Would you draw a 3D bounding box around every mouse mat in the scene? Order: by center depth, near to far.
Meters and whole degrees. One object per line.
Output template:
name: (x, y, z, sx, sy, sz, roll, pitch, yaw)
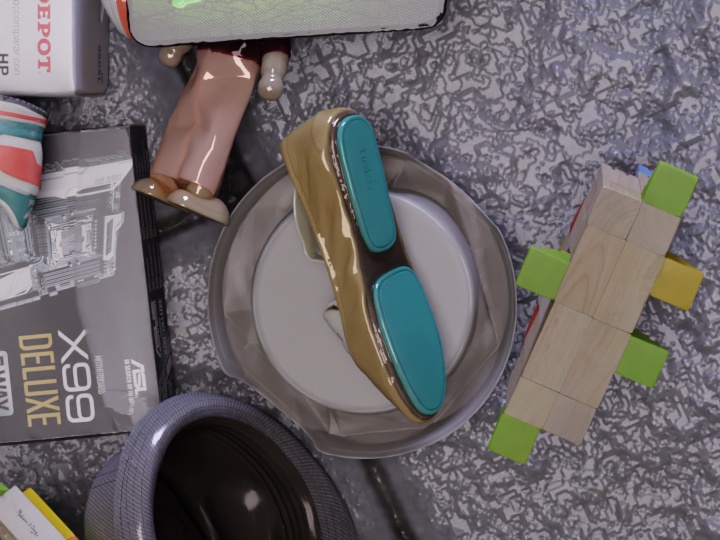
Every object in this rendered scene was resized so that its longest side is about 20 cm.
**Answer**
mouse mat: (-0.049, -0.223, 1.291, 0.199, 0.008, 0.162, -4, 95, 2)

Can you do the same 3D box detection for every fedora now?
fedora: (-0.102, 0.174, 1.348, 0.090, 0.200, 0.178, -16, 49, 40)

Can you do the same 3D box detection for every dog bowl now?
dog bowl: (0.004, 0.018, 1.356, 0.199, 0.059, 0.201, 1, 95, 7)

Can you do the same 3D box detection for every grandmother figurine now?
grandmother figurine: (-0.083, -0.135, 1.344, 0.121, 0.060, 0.201, 20, 87, 34)

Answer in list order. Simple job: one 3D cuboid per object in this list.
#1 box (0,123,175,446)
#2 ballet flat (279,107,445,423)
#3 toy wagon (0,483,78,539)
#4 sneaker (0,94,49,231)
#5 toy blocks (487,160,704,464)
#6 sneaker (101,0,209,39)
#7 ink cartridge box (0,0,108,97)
box: (-0.210, 0.011, 1.385, 0.157, 0.050, 0.201, -5, 93, 8)
ballet flat: (0.000, 0.000, 1.303, 0.063, 0.069, 0.201, -15, 91, 36)
toy wagon: (-0.180, 0.222, 1.358, 0.040, 0.155, 0.200, -37, 134, -16)
sneaker: (-0.296, -0.064, 1.329, 0.199, 0.070, 0.094, 1, 86, 5)
toy blocks: (0.143, 0.013, 1.305, 0.100, 0.137, 0.201, 23, 104, 1)
sneaker: (-0.127, -0.250, 1.332, 0.081, 0.077, 0.201, -8, 90, 15)
ink cartridge box: (-0.268, -0.185, 1.358, 0.199, 0.084, 0.145, 1, 96, 6)
